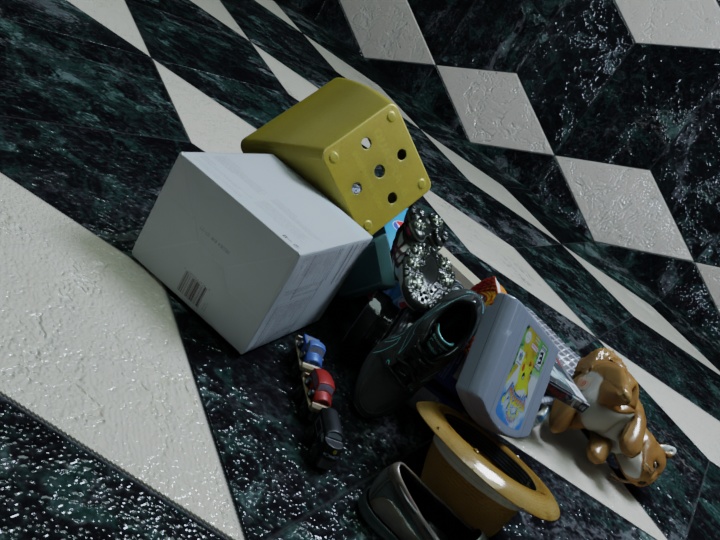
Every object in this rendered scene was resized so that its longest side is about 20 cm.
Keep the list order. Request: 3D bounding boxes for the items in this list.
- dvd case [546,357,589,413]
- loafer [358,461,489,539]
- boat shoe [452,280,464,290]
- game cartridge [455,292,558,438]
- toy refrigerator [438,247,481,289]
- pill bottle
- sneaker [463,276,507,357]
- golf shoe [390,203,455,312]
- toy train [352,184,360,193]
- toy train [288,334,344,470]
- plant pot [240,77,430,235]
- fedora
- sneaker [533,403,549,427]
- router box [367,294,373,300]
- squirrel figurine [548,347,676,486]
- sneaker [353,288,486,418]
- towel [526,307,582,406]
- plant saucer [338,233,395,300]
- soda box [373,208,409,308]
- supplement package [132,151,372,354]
[{"bbox_3d":[0.239,0.120,1.085,0.198,0.022,0.147,29,21,-28],"label":"dvd case"},{"bbox_3d":[0.090,0.267,0.716,0.199,0.063,0.072,37,21,5],"label":"loafer"},{"bbox_3d":[0.147,0.062,1.181,0.074,0.068,0.199,59,30,-6],"label":"boat shoe"},{"bbox_3d":[0.174,0.122,0.856,0.040,0.135,0.200,20,-11,35],"label":"game cartridge"},{"bbox_3d":[0.140,-0.004,1.377,0.200,0.070,0.076,45,16,24],"label":"toy refrigerator"},{"bbox_3d":[0.079,0.118,0.954,0.199,0.113,0.112,37,21,3],"label":"pill bottle"},{"bbox_3d":[0.175,0.073,0.947,0.078,0.073,0.200,53,25,-10],"label":"sneaker"},{"bbox_3d":[0.075,0.000,0.994,0.076,0.088,0.201,28,34,-14],"label":"golf shoe"},{"bbox_3d":[-0.072,-0.127,1.239,0.197,0.088,0.114,1,-11,-21],"label":"toy train"},{"bbox_3d":[-0.049,0.134,0.817,0.034,0.046,0.201,24,23,-26],"label":"toy train"},{"bbox_3d":[-0.019,-0.145,1.056,0.176,0.199,0.202,17,-40,58],"label":"plant pot"},{"bbox_3d":[0.120,0.225,0.801,0.199,0.082,0.201,36,4,-3],"label":"fedora"},{"bbox_3d":[0.202,0.140,1.080,0.072,0.072,0.201,-31,84,-46],"label":"sneaker"},{"bbox_3d":[0.043,-0.010,1.264,0.180,0.049,0.199,46,24,27],"label":"router box"},{"bbox_3d":[0.408,0.231,1.159,0.187,0.141,0.201,46,30,-11],"label":"squirrel figurine"},{"bbox_3d":[0.066,0.094,0.861,0.075,0.200,0.079,45,0,4],"label":"sneaker"},{"bbox_3d":[0.278,0.136,1.255,0.164,0.086,0.200,7,34,-50],"label":"towel"},{"bbox_3d":[0.000,0.000,1.028,0.019,0.071,0.200,-10,-4,-21],"label":"plant saucer"},{"bbox_3d":[0.060,-0.020,1.142,0.067,0.065,0.201,12,37,-18],"label":"soda box"},{"bbox_3d":[-0.127,-0.031,0.911,0.191,0.148,0.199,40,21,15],"label":"supplement package"}]
